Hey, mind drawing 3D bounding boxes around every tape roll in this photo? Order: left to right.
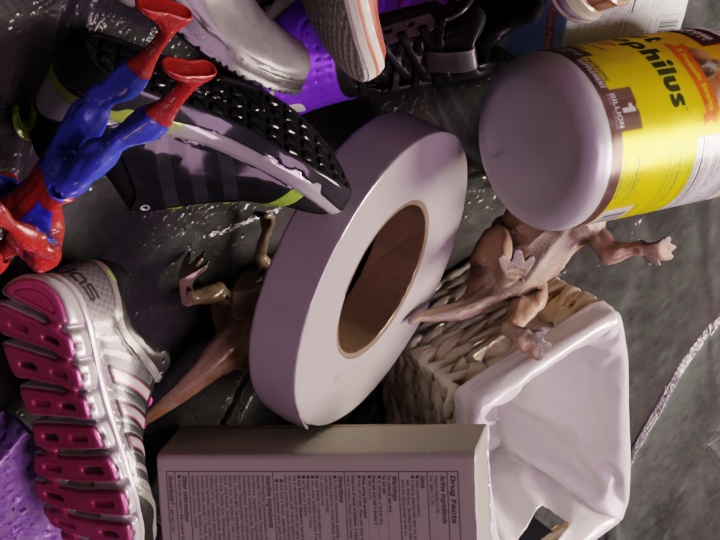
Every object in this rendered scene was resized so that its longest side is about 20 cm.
[{"bbox_3d":[0.000,0.000,1.441,0.203,0.037,0.203,-50,156,-32],"label":"tape roll"}]

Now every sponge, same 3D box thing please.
[{"bbox_3d":[-0.193,0.174,1.437,0.112,0.030,0.200,-51,141,-5],"label":"sponge"}]

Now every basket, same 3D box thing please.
[{"bbox_3d":[0.096,0.103,1.604,0.135,0.123,0.201,-31,135,-25],"label":"basket"}]

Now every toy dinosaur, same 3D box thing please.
[{"bbox_3d":[-0.071,0.031,1.435,0.200,0.058,0.101,-41,141,-16],"label":"toy dinosaur"},{"bbox_3d":[0.113,-0.024,1.537,0.200,0.136,0.086,-41,119,1],"label":"toy dinosaur"}]

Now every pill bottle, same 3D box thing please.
[{"bbox_3d":[0.178,-0.092,1.451,0.199,0.109,0.110,-12,126,-38],"label":"pill bottle"}]

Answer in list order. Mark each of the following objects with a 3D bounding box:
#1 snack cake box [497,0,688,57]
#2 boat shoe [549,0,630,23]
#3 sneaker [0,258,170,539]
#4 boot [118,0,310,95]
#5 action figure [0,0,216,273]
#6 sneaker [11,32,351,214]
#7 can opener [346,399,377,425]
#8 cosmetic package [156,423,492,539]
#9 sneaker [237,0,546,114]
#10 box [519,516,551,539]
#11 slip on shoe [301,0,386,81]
[{"bbox_3d":[0.162,-0.228,1.472,0.115,0.067,0.201,-9,124,-39],"label":"snack cake box"},{"bbox_3d":[0.119,-0.244,1.365,0.200,0.072,0.076,61,32,-23],"label":"boat shoe"},{"bbox_3d":[-0.147,0.080,1.360,0.087,0.074,0.201,-38,123,-47],"label":"sneaker"},{"bbox_3d":[-0.070,-0.185,1.255,0.200,0.070,0.132,30,94,-45],"label":"boot"},{"bbox_3d":[-0.170,-0.061,1.212,0.099,0.065,0.200,6,139,-39],"label":"action figure"},{"bbox_3d":[-0.101,-0.067,1.311,0.199,0.072,0.083,23,117,-27],"label":"sneaker"},{"bbox_3d":[-0.048,0.167,1.569,0.063,0.079,0.201,18,104,-10],"label":"can opener"},{"bbox_3d":[-0.020,0.152,1.447,0.073,0.199,0.104,-53,142,-75],"label":"cosmetic package"},{"bbox_3d":[0.025,-0.138,1.370,0.200,0.099,0.070,-31,136,-21],"label":"sneaker"},{"bbox_3d":[0.087,0.267,1.715,0.199,0.122,0.106,-6,121,-43],"label":"box"},{"bbox_3d":[-0.006,-0.202,1.288,0.061,0.074,0.201,-16,110,-21],"label":"slip on shoe"}]
